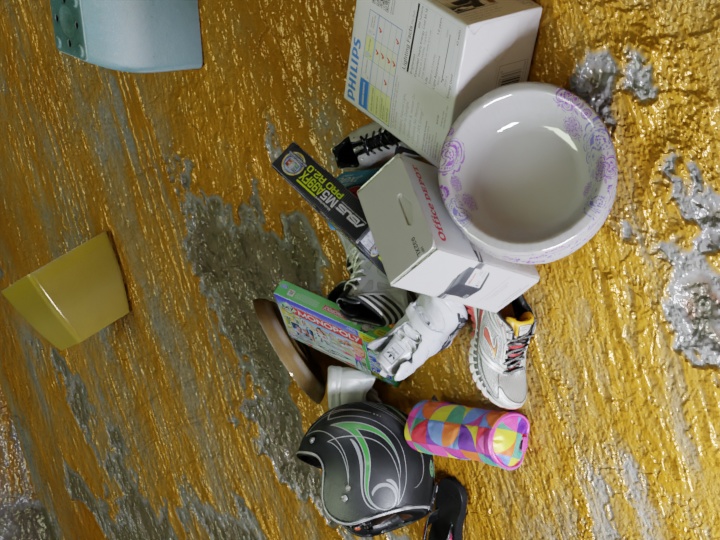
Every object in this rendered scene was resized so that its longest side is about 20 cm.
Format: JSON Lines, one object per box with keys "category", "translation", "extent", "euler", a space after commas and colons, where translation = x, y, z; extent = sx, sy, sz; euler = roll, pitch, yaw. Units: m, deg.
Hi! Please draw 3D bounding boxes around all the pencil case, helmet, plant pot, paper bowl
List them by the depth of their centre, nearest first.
{"category": "paper bowl", "translation": [0.195, -0.107, 1.405], "extent": [0.201, 0.200, 0.104], "euler": [59, -174, 16]}
{"category": "pencil case", "translation": [0.149, 0.228, 1.711], "extent": [0.200, 0.088, 0.089], "euler": [3, 109, 55]}
{"category": "helmet", "translation": [0.009, 0.291, 1.833], "extent": [0.200, 0.199, 0.191], "euler": [-47, 52, 53]}
{"category": "plant pot", "translation": [-0.109, 0.125, 1.978], "extent": [0.200, 0.027, 0.200], "euler": [58, -176, -6]}
{"category": "plant pot", "translation": [-0.406, -0.434, 2.046], "extent": [0.196, 0.199, 0.197], "euler": [26, 126, 45]}
{"category": "plant pot", "translation": [-0.610, 0.056, 2.596], "extent": [0.200, 0.200, 0.177], "euler": [-19, 103, 56]}

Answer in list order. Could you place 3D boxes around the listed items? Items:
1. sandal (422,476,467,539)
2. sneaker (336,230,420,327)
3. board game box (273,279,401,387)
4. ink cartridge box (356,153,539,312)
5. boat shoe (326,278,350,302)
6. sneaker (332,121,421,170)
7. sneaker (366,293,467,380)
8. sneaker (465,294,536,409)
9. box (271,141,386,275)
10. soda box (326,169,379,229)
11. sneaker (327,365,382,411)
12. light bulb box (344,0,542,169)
{"category": "sandal", "translation": [0.122, 0.403, 1.863], "extent": [0.075, 0.045, 0.201], "euler": [33, 131, 42]}
{"category": "sneaker", "translation": [0.000, 0.000, 1.770], "extent": [0.201, 0.115, 0.076], "euler": [51, 142, 26]}
{"category": "board game box", "translation": [-0.030, 0.095, 1.831], "extent": [0.199, 0.029, 0.135], "euler": [24, 155, 22]}
{"category": "ink cartridge box", "translation": [0.107, -0.042, 1.488], "extent": [0.084, 0.200, 0.146], "euler": [-40, 54, 31]}
{"category": "boat shoe", "translation": [-0.032, 0.063, 1.896], "extent": [0.076, 0.060, 0.200], "euler": [56, 143, 19]}
{"category": "sneaker", "translation": [0.036, -0.175, 1.668], "extent": [0.200, 0.080, 0.074], "euler": [-23, 86, 54]}
{"category": "sneaker", "translation": [0.077, 0.087, 1.663], "extent": [0.075, 0.115, 0.200], "euler": [49, 162, 14]}
{"category": "sneaker", "translation": [0.186, 0.087, 1.589], "extent": [0.082, 0.078, 0.201], "euler": [4, 110, 52]}
{"category": "box", "translation": [-0.021, -0.074, 1.602], "extent": [0.160, 0.044, 0.200], "euler": [42, 179, 20]}
{"category": "soda box", "translation": [0.024, -0.101, 1.718], "extent": [0.200, 0.068, 0.064], "euler": [1, 123, 54]}
{"category": "sneaker", "translation": [-0.007, 0.222, 1.939], "extent": [0.200, 0.088, 0.076], "euler": [88, -179, -55]}
{"category": "light bulb box", "translation": [0.095, -0.264, 1.499], "extent": [0.200, 0.124, 0.199], "euler": [42, 137, 36]}
